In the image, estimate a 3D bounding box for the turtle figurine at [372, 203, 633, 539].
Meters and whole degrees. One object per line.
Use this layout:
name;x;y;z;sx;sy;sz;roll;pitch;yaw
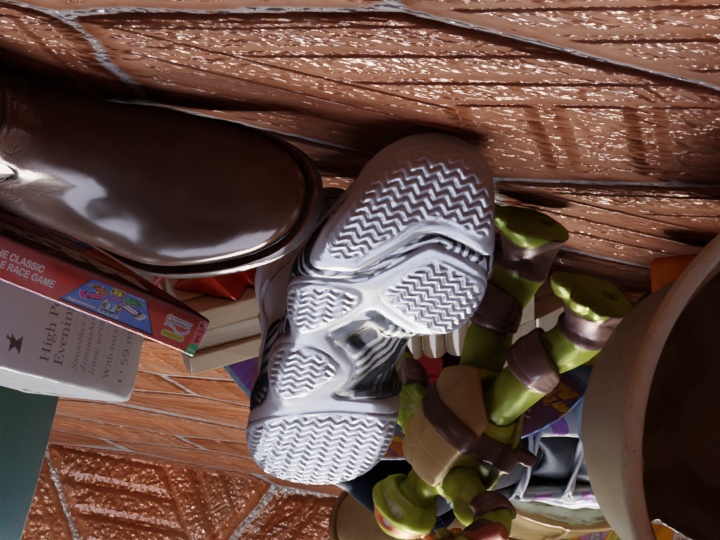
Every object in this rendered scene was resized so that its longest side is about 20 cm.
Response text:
turtle figurine;0.051;0.064;1.247;0.064;0.161;0.200;21;-156;-30

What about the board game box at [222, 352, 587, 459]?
board game box;0.016;0.030;1.445;0.158;0.039;0.200;-9;-154;-20

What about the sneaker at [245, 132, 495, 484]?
sneaker;0.000;-0.011;1.204;0.075;0.115;0.200;10;138;-13

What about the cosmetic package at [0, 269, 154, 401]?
cosmetic package;-0.183;-0.006;1.346;0.074;0.102;0.200;3;172;34

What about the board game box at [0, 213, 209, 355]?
board game box;-0.163;-0.019;1.191;0.200;0.019;0.103;24;-175;-41

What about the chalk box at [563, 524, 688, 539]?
chalk box;0.199;0.128;1.775;0.124;0.124;0.200;10;172;-8

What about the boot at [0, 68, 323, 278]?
boot;-0.131;-0.054;1.081;0.186;0.064;0.200;7;169;24

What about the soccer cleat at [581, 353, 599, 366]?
soccer cleat;0.159;0.047;1.530;0.200;0.065;0.084;14;147;-14

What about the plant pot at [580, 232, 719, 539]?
plant pot;0.171;0.064;1.120;0.200;0.201;0.183;11;178;-10

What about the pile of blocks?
pile of blocks;0.000;0.000;1.379;0.199;0.082;0.062;0;127;4

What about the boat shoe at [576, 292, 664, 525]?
boat shoe;0.144;0.069;1.383;0.059;0.072;0.200;28;-164;-7

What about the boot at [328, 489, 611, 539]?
boot;0.074;0.124;1.616;0.175;0.066;0.200;-12;175;-6

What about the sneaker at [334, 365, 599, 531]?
sneaker;0.064;0.098;1.446;0.199;0.078;0.140;9;-156;10

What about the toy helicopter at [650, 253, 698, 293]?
toy helicopter;0.221;0.029;1.309;0.132;0.079;0.200;-6;176;30

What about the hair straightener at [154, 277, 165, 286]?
hair straightener;-0.133;-0.003;1.593;0.077;0.041;0.200;30;179;2

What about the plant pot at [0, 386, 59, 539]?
plant pot;-0.259;0.084;1.598;0.161;0.201;0.201;16;171;-11
